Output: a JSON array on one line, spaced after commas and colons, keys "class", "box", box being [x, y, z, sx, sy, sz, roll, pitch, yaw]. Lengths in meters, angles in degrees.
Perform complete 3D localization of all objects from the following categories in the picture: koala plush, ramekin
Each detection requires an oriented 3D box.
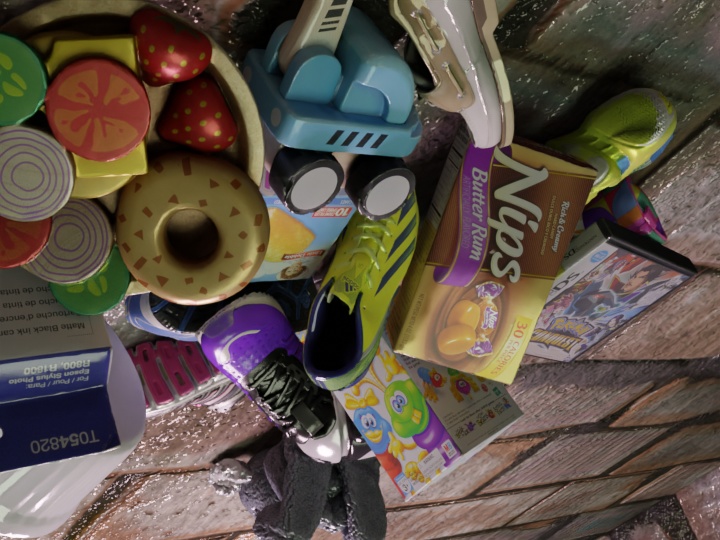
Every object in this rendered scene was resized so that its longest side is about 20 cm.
[{"class": "koala plush", "box": [-0.086, 0.271, 1.255, 0.176, 0.187, 0.199, 14, 157, -37]}, {"class": "ramekin", "box": [-0.254, 0.086, 0.733, 0.097, 0.202, 0.200, -37, 150, 10]}]

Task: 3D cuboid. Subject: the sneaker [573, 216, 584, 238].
[{"class": "sneaker", "box": [0.134, -0.015, 0.974, 0.199, 0.080, 0.078, -37, 150, 28]}]

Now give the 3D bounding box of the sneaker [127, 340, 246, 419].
[{"class": "sneaker", "box": [-0.165, 0.109, 0.964, 0.198, 0.074, 0.088, -20, 147, -17]}]

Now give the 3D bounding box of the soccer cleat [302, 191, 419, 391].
[{"class": "soccer cleat", "box": [0.001, 0.001, 0.796, 0.064, 0.203, 0.084, 15, 179, 18]}]

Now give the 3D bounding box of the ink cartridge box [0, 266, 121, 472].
[{"class": "ink cartridge box", "box": [-0.265, 0.033, 0.618, 0.197, 0.202, 0.041, -7, 149, -29]}]

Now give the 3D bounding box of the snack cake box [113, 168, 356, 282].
[{"class": "snack cake box", "box": [-0.111, -0.046, 0.741, 0.198, 0.068, 0.115, -3, 146, -33]}]

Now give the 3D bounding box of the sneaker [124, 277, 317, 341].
[{"class": "sneaker", "box": [-0.120, 0.024, 0.873, 0.076, 0.077, 0.198, -12, 168, 43]}]

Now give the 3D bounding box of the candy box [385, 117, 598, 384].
[{"class": "candy box", "box": [0.109, -0.015, 0.833, 0.115, 0.057, 0.202, 17, 107, -12]}]

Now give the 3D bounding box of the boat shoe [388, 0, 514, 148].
[{"class": "boat shoe", "box": [0.063, -0.154, 0.689, 0.068, 0.075, 0.201, -21, 144, 4]}]

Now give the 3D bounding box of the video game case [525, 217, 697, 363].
[{"class": "video game case", "box": [0.229, 0.029, 0.998, 0.180, 0.026, 0.199, -41, 145, 28]}]

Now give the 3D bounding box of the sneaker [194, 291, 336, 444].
[{"class": "sneaker", "box": [-0.065, 0.093, 0.825, 0.069, 0.100, 0.200, -36, 151, 1]}]

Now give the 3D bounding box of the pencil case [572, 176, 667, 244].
[{"class": "pencil case", "box": [0.221, -0.014, 1.027, 0.199, 0.089, 0.088, -36, 150, 18]}]

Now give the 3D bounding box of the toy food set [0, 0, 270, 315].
[{"class": "toy food set", "box": [-0.156, -0.065, 0.598, 0.195, 0.049, 0.203, -5, 117, -8]}]

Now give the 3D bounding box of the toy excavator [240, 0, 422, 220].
[{"class": "toy excavator", "box": [-0.024, -0.144, 0.629, 0.192, 0.100, 0.201, 0, 131, -38]}]

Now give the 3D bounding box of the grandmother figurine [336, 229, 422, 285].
[{"class": "grandmother figurine", "box": [0.077, -0.006, 0.889, 0.197, 0.061, 0.122, 4, 140, -5]}]

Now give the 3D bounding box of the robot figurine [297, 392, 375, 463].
[{"class": "robot figurine", "box": [0.014, 0.150, 1.108, 0.197, 0.126, 0.151, -10, 152, -12]}]

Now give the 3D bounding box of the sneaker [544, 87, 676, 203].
[{"class": "sneaker", "box": [0.206, -0.092, 0.896, 0.199, 0.077, 0.105, -27, 166, 31]}]

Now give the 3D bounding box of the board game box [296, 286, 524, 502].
[{"class": "board game box", "box": [0.044, 0.099, 0.948, 0.104, 0.201, 0.103, -19, 158, -45]}]
